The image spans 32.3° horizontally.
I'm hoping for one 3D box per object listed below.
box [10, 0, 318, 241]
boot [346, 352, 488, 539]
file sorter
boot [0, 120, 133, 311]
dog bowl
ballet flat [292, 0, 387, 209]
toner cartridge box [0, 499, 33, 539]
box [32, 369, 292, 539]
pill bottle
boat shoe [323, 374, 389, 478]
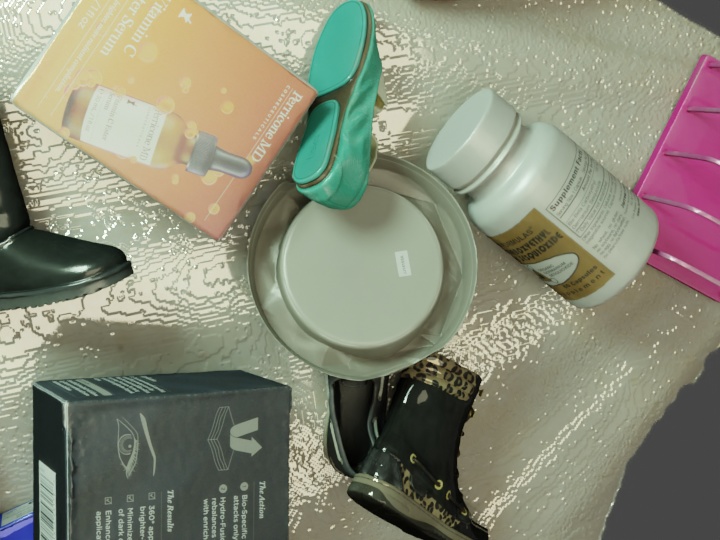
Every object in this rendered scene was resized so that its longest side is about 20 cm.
[{"bbox_3d":[-0.162,-0.146,1.028,0.199,0.106,0.153,34,91,-16],"label":"box"},{"bbox_3d":[0.076,0.171,1.150,0.200,0.073,0.152,36,68,-43],"label":"boot"},{"bbox_3d":[0.354,-0.077,1.155,0.138,0.125,0.202,26,93,-16],"label":"file sorter"},{"bbox_3d":[-0.284,-0.072,1.009,0.163,0.066,0.202,-10,101,16],"label":"boot"},{"bbox_3d":[0.000,0.000,1.086,0.197,0.059,0.203,1,78,-6],"label":"dog bowl"},{"bbox_3d":[-0.011,-0.136,1.066,0.070,0.067,0.202,39,50,-41],"label":"ballet flat"},{"bbox_3d":[-0.243,0.293,1.118,0.094,0.043,0.202,-22,104,-8],"label":"toner cartridge box"},{"bbox_3d":[-0.168,0.193,1.050,0.198,0.117,0.199,-1,94,-28],"label":"box"},{"bbox_3d":[0.160,-0.066,1.116,0.199,0.114,0.115,37,90,-16],"label":"pill bottle"},{"bbox_3d":[0.001,0.093,1.132,0.072,0.063,0.203,0,99,-14],"label":"boat shoe"}]
